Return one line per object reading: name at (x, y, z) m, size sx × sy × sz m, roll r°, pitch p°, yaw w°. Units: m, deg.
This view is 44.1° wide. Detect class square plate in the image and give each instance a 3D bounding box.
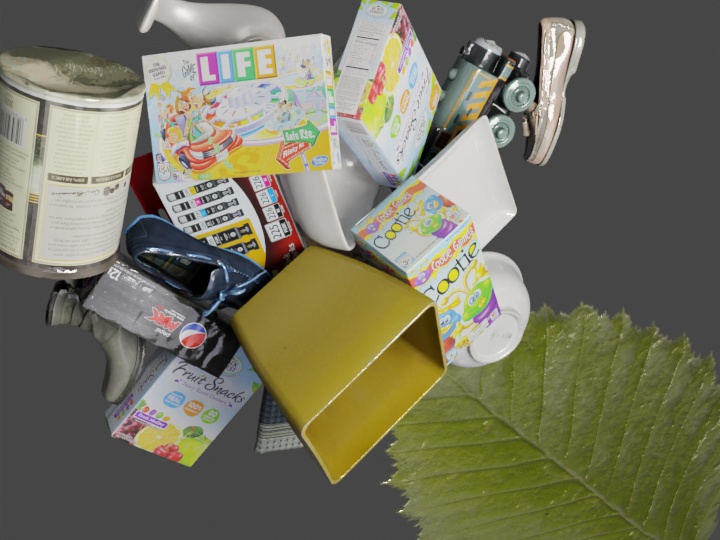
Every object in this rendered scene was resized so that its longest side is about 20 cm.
square plate at (0.108, -0.073, 1.140) m, size 0.198 × 0.028 × 0.200 m, roll -44°, pitch 141°, yaw -11°

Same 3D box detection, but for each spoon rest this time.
spoon rest at (-0.163, -0.262, 0.983) m, size 0.199 × 0.061 × 0.100 m, roll 12°, pitch 117°, yaw -48°

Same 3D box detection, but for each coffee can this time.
coffee can at (-0.313, -0.113, 0.934) m, size 0.145 × 0.146 × 0.201 m, roll 2°, pitch 120°, yaw -29°

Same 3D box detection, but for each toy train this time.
toy train at (0.143, -0.204, 1.166) m, size 0.113 × 0.085 × 0.201 m, roll 20°, pitch 110°, yaw -26°

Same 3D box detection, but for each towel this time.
towel at (-0.058, 0.189, 1.360) m, size 0.199 × 0.035 × 0.194 m, roll -1°, pitch 119°, yaw -25°

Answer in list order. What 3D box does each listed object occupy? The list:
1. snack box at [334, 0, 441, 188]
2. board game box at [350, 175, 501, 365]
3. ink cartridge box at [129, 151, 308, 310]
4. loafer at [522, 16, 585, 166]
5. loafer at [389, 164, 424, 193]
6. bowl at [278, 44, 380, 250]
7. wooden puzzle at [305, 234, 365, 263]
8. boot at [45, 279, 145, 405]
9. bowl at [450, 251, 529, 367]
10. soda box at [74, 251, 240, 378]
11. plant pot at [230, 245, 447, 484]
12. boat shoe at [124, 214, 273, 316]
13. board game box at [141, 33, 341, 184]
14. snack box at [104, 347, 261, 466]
snack box at (0.032, -0.199, 1.037) m, size 0.143 × 0.053 × 0.200 m, roll -70°, pitch 157°, yaw -11°
board game box at (0.084, 0.004, 1.071) m, size 0.105 × 0.103 × 0.200 m, roll -41°, pitch 140°, yaw -12°
ink cartridge box at (-0.169, -0.060, 1.066) m, size 0.174 × 0.084 × 0.201 m, roll -19°, pitch 128°, yaw 2°
loafer at (0.246, -0.244, 1.209) m, size 0.062 × 0.072 × 0.201 m, roll 7°, pitch 112°, yaw -13°
loafer at (0.087, -0.079, 1.229) m, size 0.200 × 0.063 × 0.072 m, roll 40°, pitch 53°, yaw -39°
bowl at (-0.042, -0.143, 1.050) m, size 0.074 × 0.200 × 0.201 m, roll -3°, pitch 126°, yaw 20°
wooden puzzle at (0.000, 0.000, 1.221) m, size 0.184 × 0.046 × 0.201 m, roll -1°, pitch 129°, yaw -2°
boot at (-0.332, 0.068, 1.109) m, size 0.130 × 0.068 × 0.201 m, roll 11°, pitch 107°, yaw -30°
bowl at (0.188, 0.079, 1.374) m, size 0.200 × 0.090 × 0.202 m, roll -14°, pitch 127°, yaw -19°
soda box at (-0.238, 0.051, 1.072) m, size 0.200 × 0.063 × 0.071 m, roll 34°, pitch 92°, yaw -31°
plant pot at (-0.034, 0.093, 1.037) m, size 0.200 × 0.176 × 0.200 m, roll -42°, pitch 153°, yaw -14°
boat shoe at (-0.184, 0.012, 1.020) m, size 0.199 × 0.069 × 0.084 m, roll 23°, pitch 121°, yaw -28°
board game box at (-0.124, -0.165, 0.924) m, size 0.198 × 0.034 × 0.136 m, roll -3°, pitch 97°, yaw 16°
snack box at (-0.232, 0.163, 1.217) m, size 0.200 × 0.053 × 0.142 m, roll -49°, pitch 131°, yaw 8°
